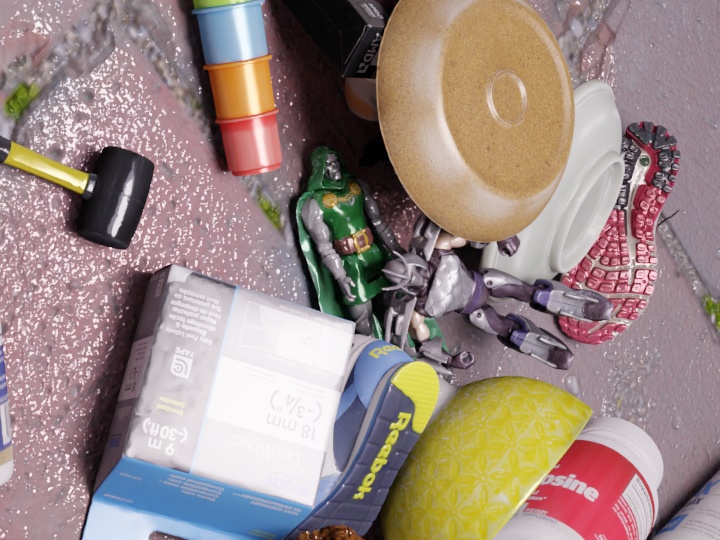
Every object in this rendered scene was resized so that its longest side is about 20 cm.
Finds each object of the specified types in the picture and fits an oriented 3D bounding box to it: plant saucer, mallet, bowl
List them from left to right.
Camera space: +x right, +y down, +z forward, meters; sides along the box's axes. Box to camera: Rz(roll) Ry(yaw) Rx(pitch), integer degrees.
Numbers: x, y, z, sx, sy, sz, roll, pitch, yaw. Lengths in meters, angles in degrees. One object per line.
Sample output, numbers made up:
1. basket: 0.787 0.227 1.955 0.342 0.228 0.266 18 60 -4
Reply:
1. mallet: -0.225 -0.065 1.048 0.199 0.041 0.067 15 83 -36
2. bowl: 0.075 0.147 1.247 0.108 0.200 0.200 41 57 5
3. plant saucer: 0.095 -0.122 1.170 0.199 0.035 0.202 5 83 -41
4. plant saucer: 0.168 -0.055 1.322 0.200 0.050 0.201 -48 155 -30

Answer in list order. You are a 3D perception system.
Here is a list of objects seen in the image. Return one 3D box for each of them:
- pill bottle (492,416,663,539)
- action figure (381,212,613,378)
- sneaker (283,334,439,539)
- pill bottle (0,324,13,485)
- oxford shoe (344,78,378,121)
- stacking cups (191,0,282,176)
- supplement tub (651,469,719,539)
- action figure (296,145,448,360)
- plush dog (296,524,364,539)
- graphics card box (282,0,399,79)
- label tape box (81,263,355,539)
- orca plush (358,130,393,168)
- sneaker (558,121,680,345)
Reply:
1. pill bottle: 0.180 0.208 1.349 0.200 0.111 0.113 -42 118 -50
2. action figure: 0.094 0.020 1.234 0.199 0.069 0.131 17 104 -36
3. sneaker: -0.020 0.138 1.199 0.074 0.082 0.201 23 102 -51
4. pill bottle: -0.268 0.031 0.955 0.110 0.111 0.202 -8 95 -42
5. oxford shoe: 0.054 -0.158 1.287 0.199 0.075 0.058 -19 142 -48
6. stacking cups: -0.090 -0.170 1.158 0.060 0.060 0.202 -21 108 -40
7. supplement tub: 0.351 0.263 1.506 0.199 0.131 0.133 -34 112 -37
8. action figure: 0.000 0.000 1.241 0.118 0.054 0.202 -29 105 -35
9. plush dog: -0.033 0.274 1.114 0.200 0.160 0.172 -50 130 -17
10. graphics card box: 0.038 -0.197 1.227 0.199 0.126 0.051 -3 136 -41
11. label tape box: -0.096 0.114 1.116 0.143 0.063 0.202 18 77 -20
12. orca plush: 0.100 -0.092 1.283 0.199 0.071 0.106 6 124 -46
13. sneaker: 0.232 -0.029 1.438 0.080 0.075 0.202 22 85 2
